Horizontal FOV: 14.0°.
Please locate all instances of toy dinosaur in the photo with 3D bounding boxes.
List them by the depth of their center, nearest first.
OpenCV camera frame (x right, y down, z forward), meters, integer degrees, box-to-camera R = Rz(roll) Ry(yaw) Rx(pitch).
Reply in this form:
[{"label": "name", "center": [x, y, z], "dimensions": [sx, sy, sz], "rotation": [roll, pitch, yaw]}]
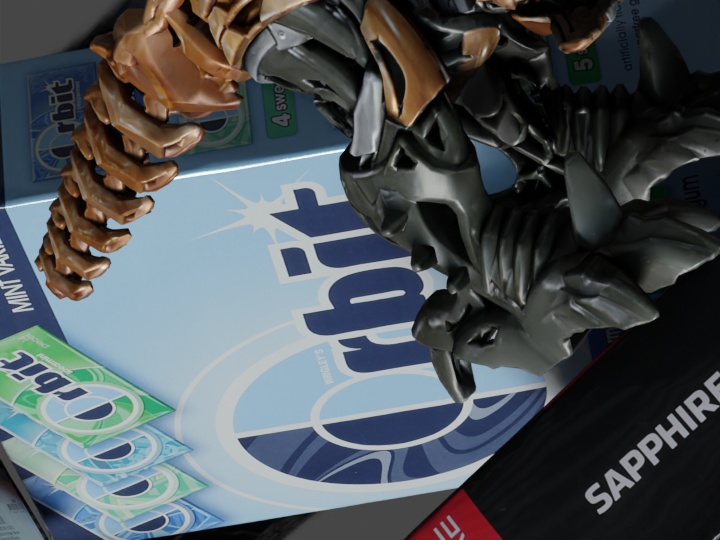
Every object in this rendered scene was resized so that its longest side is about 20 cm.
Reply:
[{"label": "toy dinosaur", "center": [0.012, -0.056, 0.586], "dimensions": [0.136, 0.102, 0.200], "rotation": [48, 141, -9]}]

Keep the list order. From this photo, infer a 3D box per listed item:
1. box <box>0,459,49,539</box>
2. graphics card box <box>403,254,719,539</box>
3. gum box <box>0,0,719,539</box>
[{"label": "box", "center": [-0.175, 0.106, 0.692], "dimensions": [0.160, 0.044, 0.200], "rotation": [-36, 168, 13]}, {"label": "graphics card box", "center": [0.109, 0.010, 0.650], "dimensions": [0.200, 0.051, 0.125], "rotation": [-43, 166, 16]}, {"label": "gum box", "center": [0.000, 0.000, 0.726], "dimensions": [0.199, 0.045, 0.170], "rotation": [-10, 148, 4]}]
